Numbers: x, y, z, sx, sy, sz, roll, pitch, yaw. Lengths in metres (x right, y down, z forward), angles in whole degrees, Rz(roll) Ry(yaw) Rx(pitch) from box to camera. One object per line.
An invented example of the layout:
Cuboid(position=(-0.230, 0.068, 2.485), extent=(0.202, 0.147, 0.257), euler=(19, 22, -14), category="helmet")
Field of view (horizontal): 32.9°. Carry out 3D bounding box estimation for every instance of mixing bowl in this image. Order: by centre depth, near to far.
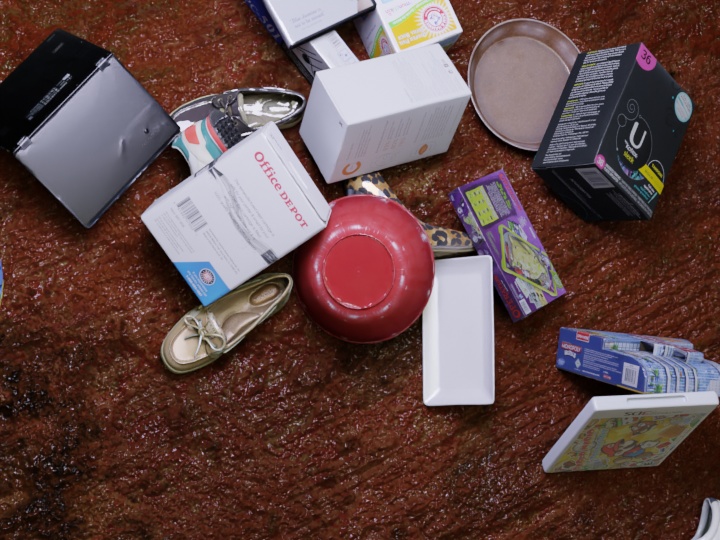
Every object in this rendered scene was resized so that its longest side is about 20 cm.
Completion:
Cuboid(position=(0.000, 0.000, 1.609), extent=(0.196, 0.108, 0.204), euler=(0, 92, 4), category="mixing bowl")

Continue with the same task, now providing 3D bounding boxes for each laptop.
Cuboid(position=(-0.380, -0.191, 1.609), extent=(0.199, 0.116, 0.188), euler=(27, 67, 35), category="laptop")

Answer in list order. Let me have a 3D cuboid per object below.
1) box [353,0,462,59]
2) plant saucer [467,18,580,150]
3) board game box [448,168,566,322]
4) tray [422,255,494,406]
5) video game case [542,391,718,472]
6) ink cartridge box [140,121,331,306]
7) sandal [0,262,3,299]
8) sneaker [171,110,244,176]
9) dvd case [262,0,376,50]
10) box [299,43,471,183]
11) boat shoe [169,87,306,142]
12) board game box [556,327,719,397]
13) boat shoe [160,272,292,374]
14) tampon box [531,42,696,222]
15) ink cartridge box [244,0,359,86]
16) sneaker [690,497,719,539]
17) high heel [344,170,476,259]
Cuboid(position=(0.047, -0.391, 1.739), extent=(0.111, 0.101, 0.203), euler=(-22, 85, -17), category="box")
Cuboid(position=(0.246, -0.271, 1.804), extent=(0.197, 0.034, 0.204), euler=(3, 79, -15), category="plant saucer")
Cuboid(position=(0.208, -0.037, 1.721), extent=(0.119, 0.032, 0.202), euler=(-23, 85, -44), category="board game box")
Cuboid(position=(0.137, 0.084, 1.683), extent=(0.106, 0.022, 0.204), euler=(-4, 80, 25), category="tray")
Cuboid(position=(0.361, 0.221, 1.649), extent=(0.179, 0.201, 0.023), euler=(-1, 58, -15), category="video game case")
Cuboid(position=(-0.156, -0.073, 1.567), extent=(0.198, 0.084, 0.146), euler=(-32, 103, 14), category="ink cartridge box")
Cuboid(position=(-0.497, 0.057, 1.511), extent=(0.078, 0.087, 0.203), euler=(16, 73, -9), category="sandal")
Cuboid(position=(-0.181, -0.111, 1.644), extent=(0.092, 0.071, 0.202), euler=(-20, 110, 23), category="sneaker")
Cuboid(position=(-0.083, -0.415, 1.654), extent=(0.141, 0.018, 0.202), euler=(-28, 85, -18), category="dvd case")
Cuboid(position=(0.032, -0.214, 1.662), extent=(0.197, 0.125, 0.098), euler=(-17, 62, -26), category="box")
Cuboid(position=(-0.168, -0.217, 1.664), extent=(0.197, 0.065, 0.074), euler=(-16, 86, -16), category="boat shoe")
Cuboid(position=(0.411, 0.128, 1.700), extent=(0.197, 0.199, 0.063), euler=(4, 94, -28), category="board game box")
Cuboid(position=(-0.177, 0.062, 1.606), extent=(0.199, 0.063, 0.074), euler=(-37, 90, -18), category="boat shoe")
Cuboid(position=(0.363, -0.194, 1.744), extent=(0.149, 0.125, 0.202), euler=(36, 70, -33), category="tampon box")
Cuboid(position=(-0.082, -0.333, 1.697), extent=(0.044, 0.094, 0.201), euler=(-38, 91, -19), category="ink cartridge box")
Cuboid(position=(0.478, 0.415, 1.712), extent=(0.070, 0.073, 0.202), euler=(27, 64, 1), category="sneaker")
Cuboid(position=(0.075, -0.091, 1.703), extent=(0.196, 0.071, 0.145), euler=(2, 77, -11), category="high heel")
